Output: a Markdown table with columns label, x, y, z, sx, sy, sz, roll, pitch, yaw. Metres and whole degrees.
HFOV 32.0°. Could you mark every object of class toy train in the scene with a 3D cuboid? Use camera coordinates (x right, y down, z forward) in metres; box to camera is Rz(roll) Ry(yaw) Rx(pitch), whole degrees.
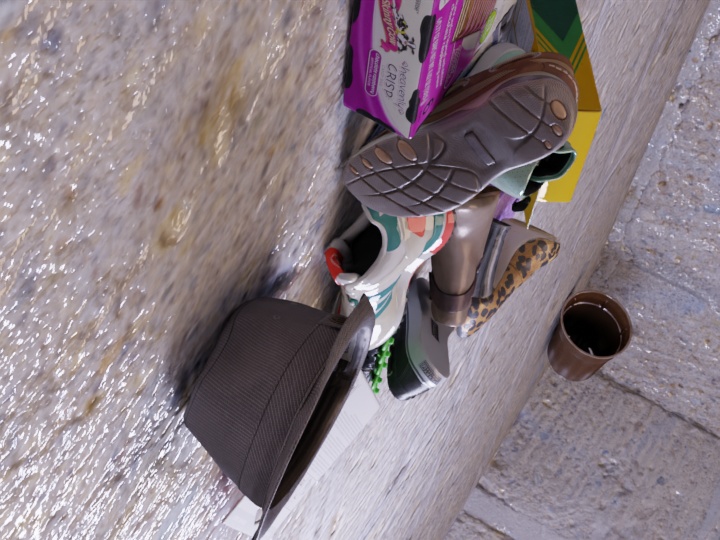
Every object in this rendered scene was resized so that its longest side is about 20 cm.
| label | x | y | z | sx | sy | sz | roll | pitch | yaw |
| --- | --- | --- | --- | --- | --- | --- | --- | --- | --- |
| toy train | 0.013 | 0.067 | 1.211 | 0.201 | 0.041 | 0.057 | 101 | 11 | -63 |

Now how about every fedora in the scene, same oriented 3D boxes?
| label | x | y | z | sx | sy | sz | roll | pitch | yaw |
| --- | --- | --- | --- | --- | --- | --- | --- | --- | --- |
| fedora | -0.064 | 0.085 | 0.876 | 0.179 | 0.089 | 0.200 | -68 | 172 | 29 |

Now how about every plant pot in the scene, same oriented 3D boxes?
| label | x | y | z | sx | sy | sz | roll | pitch | yaw |
| --- | --- | --- | --- | --- | --- | --- | --- | --- | --- |
| plant pot | 0.600 | 0.187 | 3.353 | 0.201 | 0.199 | 0.199 | -54 | 171 | -30 |

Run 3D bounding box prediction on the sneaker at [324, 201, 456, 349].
| label | x | y | z | sx | sy | sz | roll | pitch | yaw |
| --- | --- | --- | --- | --- | --- | --- | --- | --- | --- |
| sneaker | 0.000 | 0.000 | 1.040 | 0.092 | 0.071 | 0.201 | -9 | 146 | -34 |

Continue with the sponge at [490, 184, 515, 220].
| label | x | y | z | sx | sy | sz | roll | pitch | yaw |
| --- | --- | --- | --- | --- | --- | --- | --- | --- | --- |
| sponge | 0.156 | -0.064 | 1.534 | 0.200 | 0.030 | 0.113 | -44 | 158 | -52 |

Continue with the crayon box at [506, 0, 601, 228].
| label | x | y | z | sx | sy | sz | roll | pitch | yaw |
| --- | --- | --- | --- | --- | --- | --- | --- | --- | --- |
| crayon box | 0.177 | -0.156 | 1.172 | 0.127 | 0.051 | 0.203 | 99 | -11 | -54 |

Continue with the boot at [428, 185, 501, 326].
| label | x | y | z | sx | sy | sz | roll | pitch | yaw |
| --- | --- | --- | --- | --- | --- | --- | --- | --- | --- |
| boot | 0.099 | -0.017 | 1.266 | 0.200 | 0.069 | 0.149 | -45 | 144 | -77 |

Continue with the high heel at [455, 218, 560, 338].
| label | x | y | z | sx | sy | sz | roll | pitch | yaw |
| --- | --- | --- | --- | --- | --- | --- | --- | --- | --- |
| high heel | 0.175 | 0.012 | 1.520 | 0.199 | 0.071 | 0.145 | 4 | 109 | -58 |

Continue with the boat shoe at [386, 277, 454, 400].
| label | x | y | z | sx | sy | sz | roll | pitch | yaw |
| --- | --- | --- | --- | --- | --- | --- | --- | --- | --- |
| boat shoe | 0.058 | 0.069 | 1.318 | 0.056 | 0.069 | 0.201 | -36 | -165 | 18 |

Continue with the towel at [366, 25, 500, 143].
| label | x | y | z | sx | sy | sz | roll | pitch | yaw |
| --- | --- | --- | --- | --- | --- | --- | --- | --- | --- |
| towel | 0.062 | -0.146 | 1.044 | 0.202 | 0.024 | 0.147 | -58 | 168 | -10 |

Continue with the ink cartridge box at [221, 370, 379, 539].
| label | x | y | z | sx | sy | sz | roll | pitch | yaw |
| --- | --- | --- | --- | --- | --- | --- | --- | --- | --- |
| ink cartridge box | -0.060 | 0.157 | 1.131 | 0.174 | 0.043 | 0.200 | -48 | 164 | -8 |

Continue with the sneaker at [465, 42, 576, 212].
| label | x | y | z | sx | sy | sz | roll | pitch | yaw |
| --- | --- | --- | --- | --- | --- | --- | --- | --- | --- |
| sneaker | 0.132 | -0.120 | 1.059 | 0.201 | 0.117 | 0.074 | -47 | 163 | -52 |

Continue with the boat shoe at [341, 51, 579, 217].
| label | x | y | z | sx | sy | sz | roll | pitch | yaw |
| --- | --- | --- | --- | --- | --- | --- | --- | --- | --- |
| boat shoe | 0.074 | -0.098 | 0.906 | 0.198 | 0.076 | 0.072 | -18 | -148 | 34 |

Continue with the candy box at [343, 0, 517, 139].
| label | x | y | z | sx | sy | sz | roll | pitch | yaw |
| --- | --- | --- | --- | --- | --- | --- | --- | --- | --- |
| candy box | 0.066 | -0.207 | 0.860 | 0.201 | 0.060 | 0.137 | -54 | 165 | -32 |
